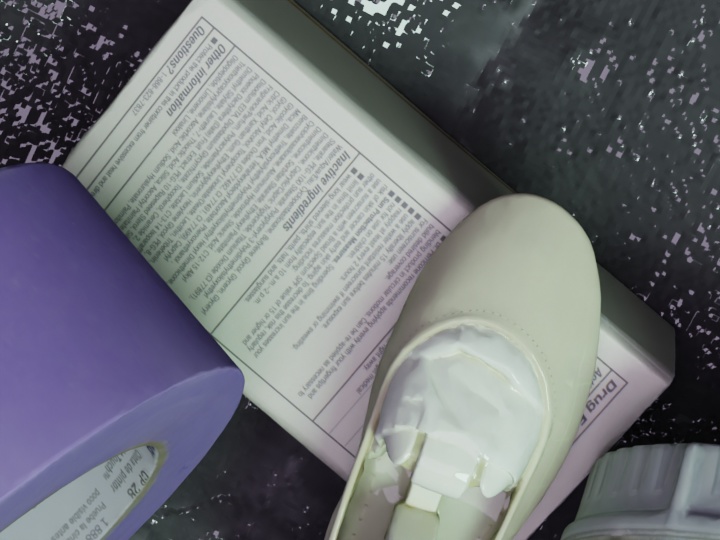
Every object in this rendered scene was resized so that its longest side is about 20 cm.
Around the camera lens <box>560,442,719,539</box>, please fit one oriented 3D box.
[{"bbox_3d":[0.122,0.170,0.701,0.159,0.160,0.201,11,74,5],"label":"camera lens"}]

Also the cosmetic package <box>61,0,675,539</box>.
[{"bbox_3d":[0.000,0.000,0.778,0.200,0.073,0.104,41,105,-3],"label":"cosmetic package"}]

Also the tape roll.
[{"bbox_3d":[-0.136,0.066,0.688,0.200,0.200,0.085,-44,80,14],"label":"tape roll"}]

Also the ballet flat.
[{"bbox_3d":[0.023,0.074,0.721,0.069,0.069,0.201,21,105,3],"label":"ballet flat"}]
